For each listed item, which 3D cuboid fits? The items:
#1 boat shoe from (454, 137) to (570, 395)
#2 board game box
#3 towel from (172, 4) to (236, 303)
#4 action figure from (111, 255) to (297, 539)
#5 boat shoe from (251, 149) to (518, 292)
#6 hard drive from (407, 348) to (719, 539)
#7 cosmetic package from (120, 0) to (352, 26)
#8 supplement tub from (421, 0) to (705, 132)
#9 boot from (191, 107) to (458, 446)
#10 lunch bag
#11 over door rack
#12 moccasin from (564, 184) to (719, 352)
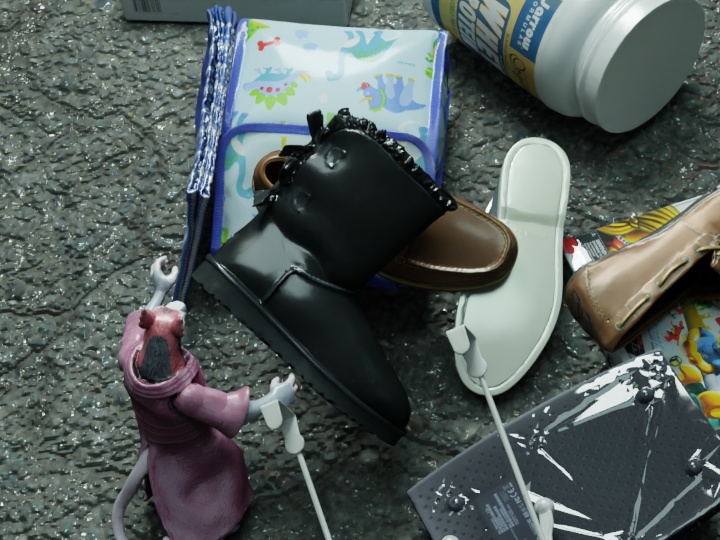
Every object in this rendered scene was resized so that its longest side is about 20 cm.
[{"bbox_3d":[0.113,0.003,1.413,0.073,0.062,0.200,14,73,0],"label":"boat shoe"},{"bbox_3d":[0.239,0.040,1.385,0.126,0.035,0.200,-18,52,-8],"label":"board game box"},{"bbox_3d":[-0.124,-0.089,1.461,0.024,0.145,0.200,9,51,-6],"label":"towel"},{"bbox_3d":[-0.133,0.091,1.281,0.134,0.200,0.149,35,64,30],"label":"action figure"},{"bbox_3d":[0.015,-0.037,1.363,0.200,0.068,0.072,18,81,8],"label":"boat shoe"},{"bbox_3d":[0.146,0.152,1.280,0.200,0.042,0.135,-30,53,-1],"label":"hard drive"},{"bbox_3d":[-0.100,-0.285,1.677,0.200,0.052,0.151,3,49,9],"label":"cosmetic package"},{"bbox_3d":[0.161,-0.213,1.526,0.145,0.145,0.200,-36,56,-21],"label":"supplement tub"},{"bbox_3d":[0.000,0.000,1.304,0.198,0.073,0.162,42,90,-4],"label":"boot"},{"bbox_3d":[-0.021,-0.085,1.467,0.170,0.127,0.200,5,68,7],"label":"lunch bag"},{"bbox_3d":[0.044,0.153,1.233,0.148,0.067,0.200,-23,80,9],"label":"over door rack"},{"bbox_3d":[0.244,-0.007,1.353,0.201,0.074,0.078,-26,62,-19],"label":"moccasin"}]
